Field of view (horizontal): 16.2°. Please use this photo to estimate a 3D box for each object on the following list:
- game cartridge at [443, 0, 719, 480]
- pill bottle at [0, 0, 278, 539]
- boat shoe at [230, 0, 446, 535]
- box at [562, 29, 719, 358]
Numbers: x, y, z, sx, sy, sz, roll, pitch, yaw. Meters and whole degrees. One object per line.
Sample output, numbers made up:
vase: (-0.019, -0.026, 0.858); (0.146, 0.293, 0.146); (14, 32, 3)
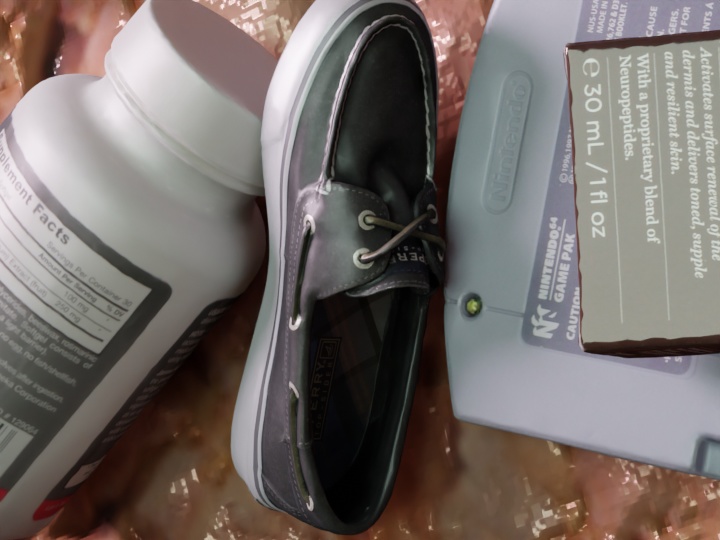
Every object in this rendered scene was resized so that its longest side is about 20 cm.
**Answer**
game cartridge: (0.096, -0.036, 0.879); (0.133, 0.041, 0.201); (12, 92, 28)
pill bottle: (-0.106, -0.003, 0.955); (0.200, 0.111, 0.111); (-49, 64, 18)
boat shoe: (0.000, 0.000, 0.896); (0.066, 0.070, 0.201); (29, 111, 50)
box: (0.167, -0.026, 0.786); (0.199, 0.075, 0.101); (-4, 86, 15)
